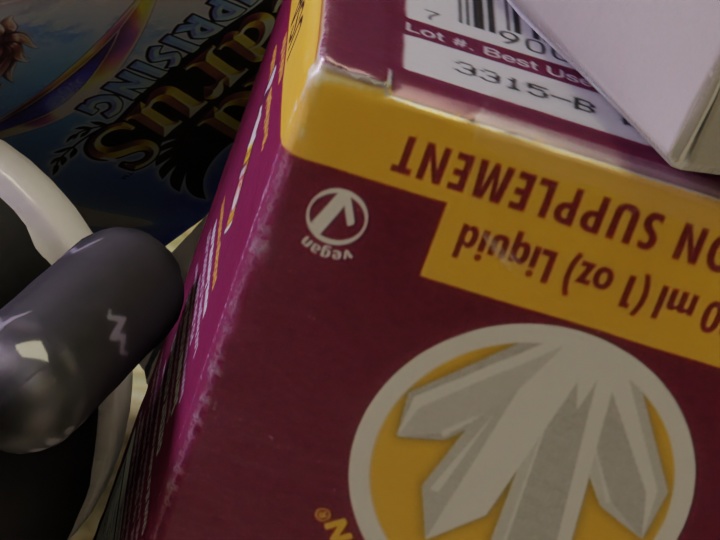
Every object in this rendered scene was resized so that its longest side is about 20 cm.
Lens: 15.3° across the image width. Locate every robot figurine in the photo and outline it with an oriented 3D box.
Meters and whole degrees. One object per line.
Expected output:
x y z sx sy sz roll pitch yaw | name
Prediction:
-0.127 0.034 0.556 0.150 0.125 0.200 23 24 12 | robot figurine

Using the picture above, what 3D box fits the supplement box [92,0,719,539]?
0.020 0.043 0.560 0.131 0.200 0.103 16 26 -7 | supplement box

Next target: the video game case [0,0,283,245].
-0.098 -0.057 0.635 0.181 0.200 0.045 18 49 -42 | video game case

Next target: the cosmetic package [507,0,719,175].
0.114 -0.115 0.480 0.107 0.200 0.090 8 30 -31 | cosmetic package

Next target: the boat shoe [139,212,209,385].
0.000 0.000 0.652 0.071 0.200 0.070 -13 68 -34 | boat shoe
